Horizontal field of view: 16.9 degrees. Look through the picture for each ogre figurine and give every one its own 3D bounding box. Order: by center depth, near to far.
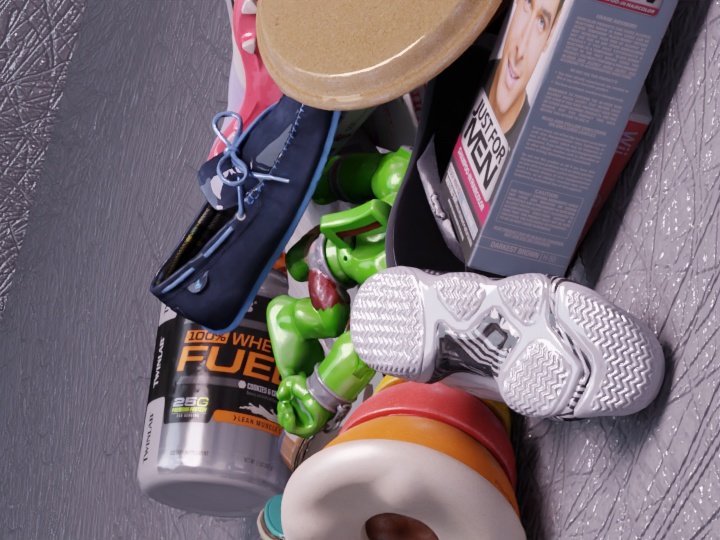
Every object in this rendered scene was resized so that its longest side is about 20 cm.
[{"bbox_3d":[0.000,0.000,1.525,0.120,0.098,0.200,-27,26,42],"label":"ogre figurine"}]

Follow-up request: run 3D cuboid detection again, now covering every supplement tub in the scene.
[{"bbox_3d":[-0.105,0.085,1.920,0.123,0.122,0.201,137,141,-64],"label":"supplement tub"}]

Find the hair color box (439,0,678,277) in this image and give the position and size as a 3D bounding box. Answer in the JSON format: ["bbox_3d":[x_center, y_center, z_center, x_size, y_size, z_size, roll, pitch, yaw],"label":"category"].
[{"bbox_3d":[0.111,-0.104,1.362,0.099,0.060,0.201,-107,34,-60],"label":"hair color box"}]

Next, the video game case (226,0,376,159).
[{"bbox_3d":[-0.043,-0.168,1.648,0.182,0.023,0.201,135,128,-60],"label":"video game case"}]

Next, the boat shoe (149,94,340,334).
[{"bbox_3d":[-0.074,-0.046,1.548,0.084,0.068,0.201,-104,38,-65],"label":"boat shoe"}]

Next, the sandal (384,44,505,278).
[{"bbox_3d":[0.060,-0.052,1.470,0.043,0.076,0.201,138,142,-58],"label":"sandal"}]

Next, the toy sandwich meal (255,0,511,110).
[{"bbox_3d":[0.028,-0.174,1.449,0.204,0.070,0.206,-18,55,27],"label":"toy sandwich meal"}]

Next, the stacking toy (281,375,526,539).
[{"bbox_3d":[0.046,0.101,1.443,0.200,0.146,0.146,-67,3,-48],"label":"stacking toy"}]

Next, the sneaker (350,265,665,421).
[{"bbox_3d":[0.100,0.041,1.336,0.199,0.115,0.076,10,89,40],"label":"sneaker"}]

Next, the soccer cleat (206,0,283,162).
[{"bbox_3d":[-0.062,-0.117,1.609,0.077,0.066,0.201,-78,-4,-56],"label":"soccer cleat"}]

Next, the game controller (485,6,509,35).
[{"bbox_3d":[0.081,-0.242,1.551,0.042,0.104,0.201,-37,43,55],"label":"game controller"}]

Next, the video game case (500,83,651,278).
[{"bbox_3d":[0.117,-0.065,1.453,0.143,0.017,0.200,-94,22,-46],"label":"video game case"}]

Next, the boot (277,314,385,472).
[{"bbox_3d":[0.029,0.080,1.605,0.097,0.074,0.201,48,117,39],"label":"boot"}]

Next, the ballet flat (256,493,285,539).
[{"bbox_3d":[-0.029,0.205,1.678,0.200,0.069,0.070,-151,74,-74],"label":"ballet flat"}]

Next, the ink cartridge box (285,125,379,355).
[{"bbox_3d":[-0.012,-0.019,1.737,0.161,0.050,0.201,-122,20,-46],"label":"ink cartridge box"}]

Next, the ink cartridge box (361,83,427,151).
[{"bbox_3d":[0.030,-0.146,1.648,0.200,0.067,0.118,-151,44,-74],"label":"ink cartridge box"}]
